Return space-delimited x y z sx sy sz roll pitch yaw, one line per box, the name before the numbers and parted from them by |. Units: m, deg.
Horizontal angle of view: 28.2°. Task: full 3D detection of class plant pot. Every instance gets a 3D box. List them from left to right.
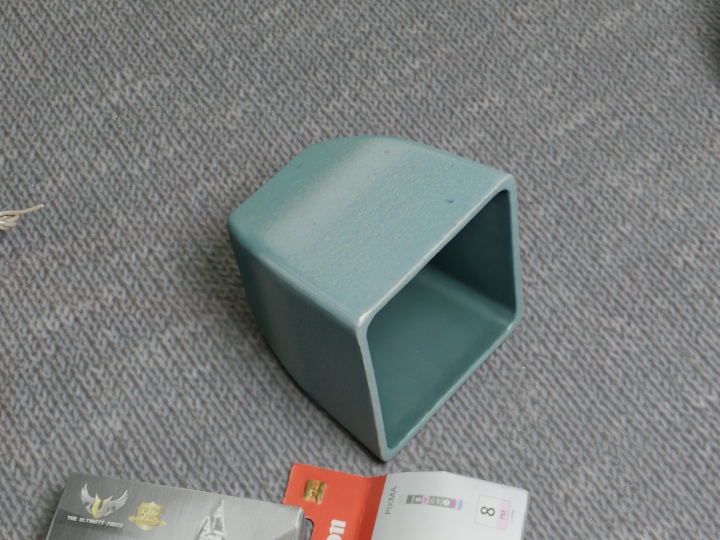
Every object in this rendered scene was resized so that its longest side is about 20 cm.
plant pot | 0.000 0.000 1.228 0.200 0.196 0.196 31 61 31

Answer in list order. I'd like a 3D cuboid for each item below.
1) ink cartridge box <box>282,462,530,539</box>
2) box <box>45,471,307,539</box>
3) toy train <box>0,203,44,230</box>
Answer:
ink cartridge box | 0.025 0.235 1.147 0.200 0.057 0.163 13 57 3
box | -0.154 0.251 1.125 0.200 0.048 0.159 8 57 10
toy train | -0.377 0.006 1.283 0.200 0.085 0.116 -11 67 -8
